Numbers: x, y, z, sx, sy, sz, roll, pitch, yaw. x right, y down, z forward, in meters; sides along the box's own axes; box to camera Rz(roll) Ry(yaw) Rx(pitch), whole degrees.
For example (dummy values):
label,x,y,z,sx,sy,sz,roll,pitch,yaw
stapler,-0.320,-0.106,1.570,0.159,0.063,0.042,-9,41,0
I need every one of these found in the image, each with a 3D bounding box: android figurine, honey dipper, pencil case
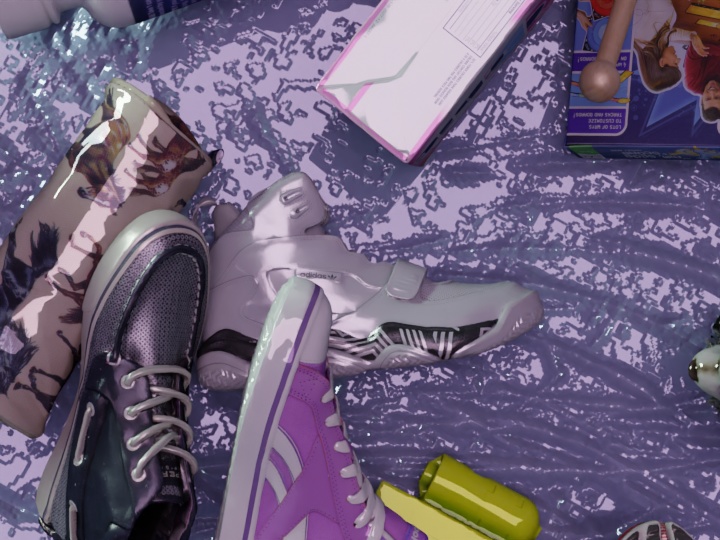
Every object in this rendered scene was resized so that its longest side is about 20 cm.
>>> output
label,x,y,z,sx,sy,sz,roll,pitch,yaw
android figurine,0.039,0.201,0.950,0.199,0.041,0.183,26,83,2
honey dipper,0.157,-0.180,0.935,0.038,0.038,0.201,21,67,-1
pencil case,-0.159,-0.005,0.939,0.078,0.089,0.201,32,86,12

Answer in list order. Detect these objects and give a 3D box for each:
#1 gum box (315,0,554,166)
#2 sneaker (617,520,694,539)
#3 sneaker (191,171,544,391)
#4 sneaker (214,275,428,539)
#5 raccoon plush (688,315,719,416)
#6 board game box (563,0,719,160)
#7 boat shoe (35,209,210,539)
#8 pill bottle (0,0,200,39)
label,x,y,z,sx,sy,sz,roll,pitch,yaw
gum box,0.067,-0.155,0.930,0.066,0.113,0.200,39,96,4
sneaker,0.158,0.233,0.929,0.076,0.085,0.202,-7,96,-7
sneaker,0.000,0.000,0.950,0.198,0.075,0.116,-9,88,0
sneaker,-0.014,0.104,0.895,0.113,0.073,0.202,11,111,-2
raccoon plush,0.275,0.042,0.930,0.199,0.134,0.097,-19,84,-4
board game box,0.218,-0.131,0.952,0.199,0.034,0.137,4,84,25
boat shoe,-0.109,0.076,0.899,0.074,0.093,0.201,2,114,-38
pill bottle,-0.118,-0.204,0.943,0.199,0.120,0.120,-21,86,-5
